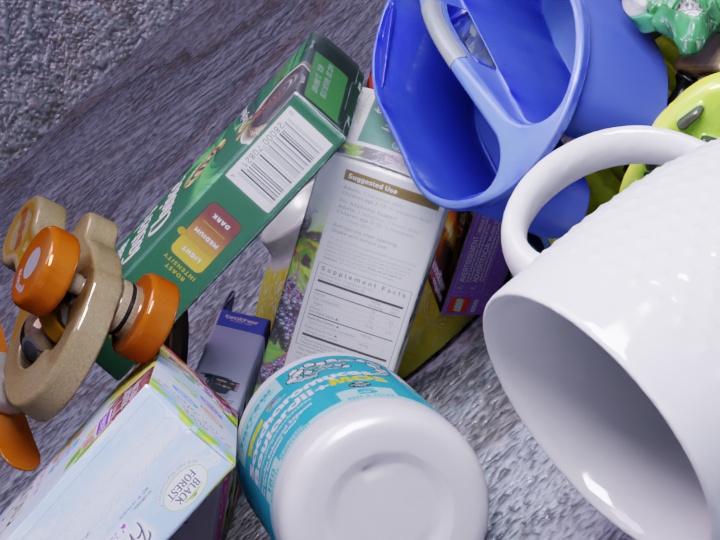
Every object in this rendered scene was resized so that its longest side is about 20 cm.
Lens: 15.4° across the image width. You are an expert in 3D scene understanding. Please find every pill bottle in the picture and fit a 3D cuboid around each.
[{"bbox_3d":[-0.006,0.107,1.418,0.111,0.111,0.200,-41,15,-4],"label":"pill bottle"}]

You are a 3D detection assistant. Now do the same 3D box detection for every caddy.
[{"bbox_3d":[0.077,-0.112,1.460,0.142,0.105,0.201,-49,40,23],"label":"caddy"}]

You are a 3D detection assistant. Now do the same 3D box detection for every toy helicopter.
[{"bbox_3d":[-0.174,0.021,1.465,0.133,0.079,0.200,-58,23,15],"label":"toy helicopter"}]

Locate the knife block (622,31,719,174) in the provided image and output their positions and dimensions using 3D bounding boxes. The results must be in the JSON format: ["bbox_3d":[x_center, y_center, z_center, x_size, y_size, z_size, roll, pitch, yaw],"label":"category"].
[{"bbox_3d":[0.212,-0.123,1.443,0.174,0.202,0.064,-13,9,-17],"label":"knife block"}]

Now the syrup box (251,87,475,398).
[{"bbox_3d":[0.000,0.000,1.578,0.079,0.081,0.201,-69,-5,-55],"label":"syrup box"}]

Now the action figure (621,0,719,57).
[{"bbox_3d":[0.170,-0.180,1.447,0.117,0.055,0.201,-7,40,3],"label":"action figure"}]

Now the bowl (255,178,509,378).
[{"bbox_3d":[-0.003,-0.005,1.745,0.200,0.108,0.200,-38,15,12],"label":"bowl"}]

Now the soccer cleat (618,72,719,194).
[{"bbox_3d":[0.157,-0.028,1.331,0.084,0.064,0.201,-73,-2,-49],"label":"soccer cleat"}]

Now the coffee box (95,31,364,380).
[{"bbox_3d":[-0.081,-0.037,1.510,0.200,0.044,0.123,-46,11,20],"label":"coffee box"}]

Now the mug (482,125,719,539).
[{"bbox_3d":[0.150,0.004,1.196,0.175,0.148,0.200,-38,53,-19],"label":"mug"}]

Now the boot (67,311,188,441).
[{"bbox_3d":[-0.147,0.106,1.584,0.074,0.075,0.201,80,-157,-73],"label":"boot"}]

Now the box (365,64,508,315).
[{"bbox_3d":[0.055,-0.091,1.646,0.201,0.039,0.137,-109,27,-42],"label":"box"}]

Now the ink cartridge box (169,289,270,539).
[{"bbox_3d":[-0.090,0.107,1.641,0.200,0.042,0.120,-78,-2,-65],"label":"ink cartridge box"}]

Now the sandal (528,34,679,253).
[{"bbox_3d":[0.157,-0.073,1.616,0.200,0.080,0.087,-47,12,-28],"label":"sandal"}]

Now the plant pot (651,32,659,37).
[{"bbox_3d":[0.149,-0.228,1.700,0.195,0.200,0.194,-41,-15,-5],"label":"plant pot"}]

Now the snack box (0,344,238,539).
[{"bbox_3d":[-0.142,0.129,1.399,0.169,0.068,0.200,-48,4,2],"label":"snack box"}]
